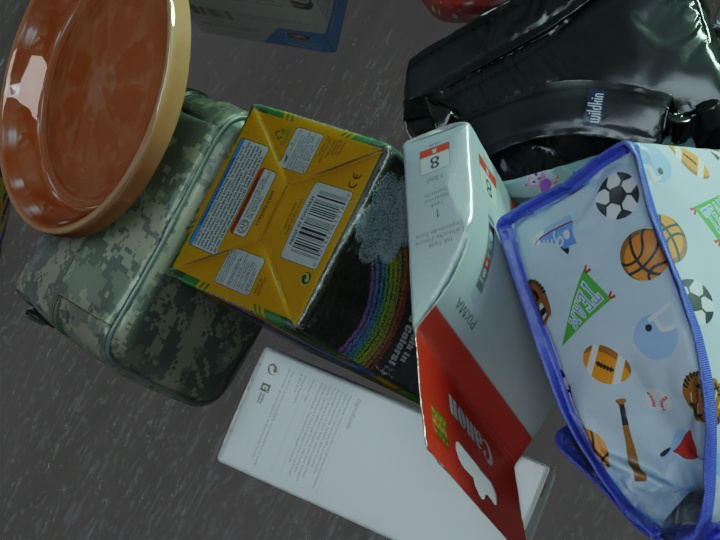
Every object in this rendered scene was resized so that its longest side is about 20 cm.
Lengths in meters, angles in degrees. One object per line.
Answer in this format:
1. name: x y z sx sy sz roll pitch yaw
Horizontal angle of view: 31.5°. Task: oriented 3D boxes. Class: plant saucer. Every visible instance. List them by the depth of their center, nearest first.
1. plant saucer: -0.171 -0.120 0.824 0.199 0.032 0.202 -14 70 43

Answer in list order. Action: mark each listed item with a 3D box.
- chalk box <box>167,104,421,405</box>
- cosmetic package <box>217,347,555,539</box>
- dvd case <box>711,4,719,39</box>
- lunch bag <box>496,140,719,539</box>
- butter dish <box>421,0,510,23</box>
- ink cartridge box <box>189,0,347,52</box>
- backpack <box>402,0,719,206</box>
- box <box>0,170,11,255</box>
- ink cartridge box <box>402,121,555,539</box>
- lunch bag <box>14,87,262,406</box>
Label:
1. chalk box: 0.000 0.000 0.834 0.123 0.200 0.126 21 81 39
2. cosmetic package: 0.022 0.129 0.836 0.199 0.108 0.085 22 83 17
3. dvd case: 0.363 -0.204 0.882 0.198 0.025 0.152 20 82 15
4. lunch bag: 0.185 0.044 0.705 0.124 0.169 0.202 -34 68 43
5. butter dish: 0.102 -0.226 0.871 0.199 0.199 0.149 -26 94 7
6. ink cartridge box: -0.083 -0.226 0.887 0.115 0.200 0.067 12 80 13
7. backpack: 0.130 -0.104 0.805 0.199 0.127 0.168 -21 57 21
8. box: -0.313 -0.031 0.963 0.069 0.064 0.202 6 80 13
9. ink cartridge box: 0.078 0.041 0.721 0.050 0.162 0.201 -19 50 17
10. lunch bag: -0.142 -0.030 0.890 0.167 0.139 0.201 24 83 37
